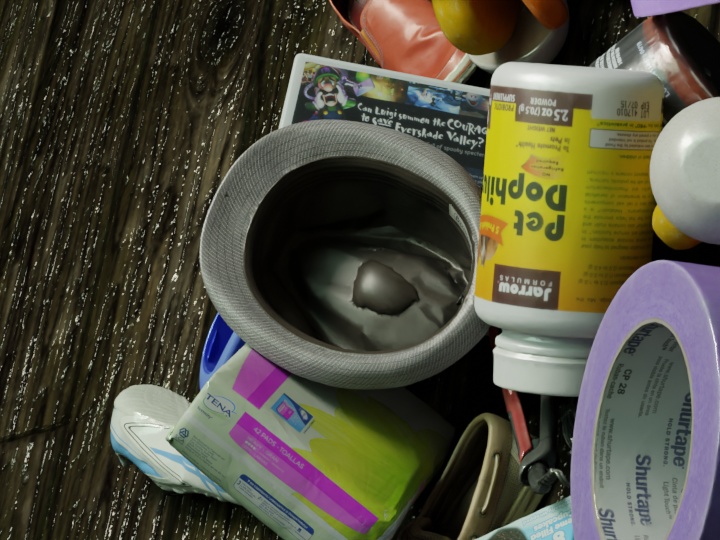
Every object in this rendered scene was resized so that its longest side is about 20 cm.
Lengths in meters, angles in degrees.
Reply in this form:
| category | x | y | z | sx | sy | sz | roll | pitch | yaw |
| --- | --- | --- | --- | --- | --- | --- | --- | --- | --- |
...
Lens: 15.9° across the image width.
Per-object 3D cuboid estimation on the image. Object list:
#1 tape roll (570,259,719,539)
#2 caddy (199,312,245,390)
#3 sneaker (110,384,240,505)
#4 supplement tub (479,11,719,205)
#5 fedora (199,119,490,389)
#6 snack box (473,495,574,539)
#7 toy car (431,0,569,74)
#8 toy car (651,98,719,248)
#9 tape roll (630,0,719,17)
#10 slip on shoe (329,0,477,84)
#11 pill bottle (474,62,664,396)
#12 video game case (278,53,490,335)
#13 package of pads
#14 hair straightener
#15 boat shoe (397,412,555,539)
| category | x | y | z | sx | sy | sz | roll | pitch | yaw |
| --- | --- | --- | --- | --- | --- | --- | --- | --- | --- |
| tape roll | 0.188 | 0.098 | 1.395 | 0.200 | 0.085 | 0.201 | -173 | 90 | -74 |
| caddy | -0.033 | 0.038 | 1.859 | 0.200 | 0.105 | 0.142 | -46 | 36 | 17 |
| sneaker | -0.115 | 0.143 | 1.930 | 0.200 | 0.072 | 0.073 | 22 | 123 | 47 |
| supplement tub | 0.160 | -0.075 | 1.705 | 0.200 | 0.107 | 0.107 | -39 | 40 | 24 |
| fedora | 0.000 | 0.000 | 1.702 | 0.199 | 0.090 | 0.178 | 16 | 73 | 12 |
| snack box | 0.100 | 0.212 | 1.586 | 0.199 | 0.037 | 0.116 | -26 | 44 | 13 |
| toy car | 0.114 | -0.251 | 1.841 | 0.149 | 0.175 | 0.201 | -16 | 52 | 29 |
| toy car | 0.274 | -0.066 | 1.526 | 0.150 | 0.175 | 0.200 | 43 | 102 | 12 |
| tape roll | 0.261 | -0.212 | 1.609 | 0.200 | 0.200 | 0.066 | -8 | 99 | 48 |
| slip on shoe | 0.030 | -0.187 | 1.987 | 0.074 | 0.061 | 0.200 | -52 | 37 | 7 |
| pill bottle | 0.128 | -0.026 | 1.603 | 0.109 | 0.109 | 0.201 | 10 | 98 | 53 |
| video game case | 0.034 | -0.052 | 1.799 | 0.023 | 0.199 | 0.183 | 95 | -174 | -65 |
| package of pads | -0.025 | 0.109 | 1.694 | 0.068 | 0.154 | 0.200 | -53 | -2 | 21 |
| hair straightener | 0.129 | 0.082 | 1.654 | 0.077 | 0.041 | 0.200 | -14 | 26 | 4 |
| boat shoe | 0.050 | 0.186 | 1.686 | 0.071 | 0.064 | 0.201 | 24 | 84 | 55 |
